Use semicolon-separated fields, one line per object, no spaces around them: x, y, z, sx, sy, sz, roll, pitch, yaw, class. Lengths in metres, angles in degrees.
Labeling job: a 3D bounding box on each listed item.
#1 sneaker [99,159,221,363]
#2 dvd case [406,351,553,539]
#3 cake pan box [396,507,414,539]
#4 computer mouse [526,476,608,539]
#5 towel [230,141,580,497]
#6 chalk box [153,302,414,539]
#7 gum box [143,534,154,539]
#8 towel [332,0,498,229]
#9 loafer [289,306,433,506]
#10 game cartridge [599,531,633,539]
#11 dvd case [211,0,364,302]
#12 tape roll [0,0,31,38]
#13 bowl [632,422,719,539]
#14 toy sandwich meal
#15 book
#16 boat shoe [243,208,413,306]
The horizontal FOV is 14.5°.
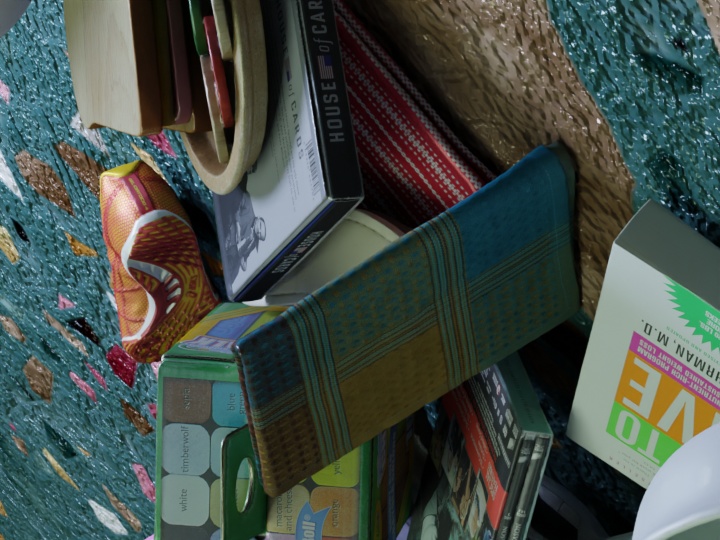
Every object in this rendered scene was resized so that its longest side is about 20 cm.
-0.137;-0.005;1.908;0.200;0.073;0.077;94;153;-56;sneaker
0.060;0.138;1.573;0.146;0.022;0.201;-110;31;-61;dvd case
-0.018;0.128;1.810;0.184;0.052;0.200;47;-178;9;cake pan box
0.135;0.165;1.653;0.200;0.044;0.110;34;160;19;computer mouse
0.026;0.026;1.437;0.022;0.199;0.147;50;162;31;towel
-0.042;0.099;1.559;0.200;0.123;0.125;-52;-35;-76;chalk box
-0.050;0.233;1.689;0.200;0.114;0.066;30;136;-31;gum box
0.001;-0.069;1.564;0.145;0.022;0.200;49;158;-1;towel
0.011;0.077;1.724;0.200;0.070;0.075;44;-178;-40;loafer
0.189;0.209;1.539;0.133;0.041;0.200;-16;130;42;game cartridge
-0.048;-0.080;1.521;0.200;0.025;0.151;140;123;-66;dvd case
-0.281;-0.226;1.607;0.203;0.203;0.139;41;157;19;tape roll
0.214;0.112;1.303;0.200;0.091;0.201;1;149;1;bowl
-0.108;-0.132;1.515;0.205;0.070;0.206;170;90;-74;toy sandwich meal
0.178;0.060;1.412;0.133;0.048;0.200;36;155;17;book
0.000;0.000;1.570;0.200;0.059;0.072;7;97;56;boat shoe
